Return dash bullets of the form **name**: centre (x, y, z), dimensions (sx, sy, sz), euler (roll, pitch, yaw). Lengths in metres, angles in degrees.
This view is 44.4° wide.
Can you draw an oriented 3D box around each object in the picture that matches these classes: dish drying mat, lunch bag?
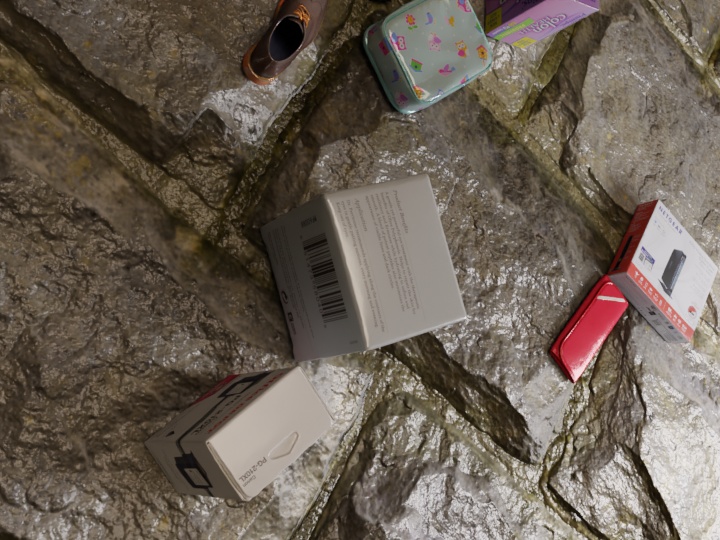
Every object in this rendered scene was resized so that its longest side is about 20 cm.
- **dish drying mat**: centre (0.396, 0.097, 1.521), dimensions (0.077, 0.018, 0.200), euler (52, 58, -15)
- **lunch bag**: centre (0.106, -0.349, 1.379), dimensions (0.200, 0.077, 0.161), euler (-35, 99, -33)

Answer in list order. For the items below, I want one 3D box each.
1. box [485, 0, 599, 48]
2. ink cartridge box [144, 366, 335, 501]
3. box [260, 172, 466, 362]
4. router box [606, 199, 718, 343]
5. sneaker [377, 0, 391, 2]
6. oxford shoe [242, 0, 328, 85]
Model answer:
- **box**: centre (0.299, -0.505, 1.474), dimensions (0.096, 0.175, 0.202), euler (8, 77, -32)
- **ink cartridge box**: centre (-0.145, 0.190, 1.039), dimensions (0.145, 0.199, 0.085), euler (-38, 102, -32)
- **box**: centre (0.000, 0.000, 1.171), dimensions (0.170, 0.200, 0.201), euler (-15, 89, -32)
- **router box**: centre (0.558, 0.002, 1.626), dimensions (0.200, 0.049, 0.180), euler (42, 62, -20)
- **sneaker**: centre (-0.018, -0.480, 1.335), dimensions (0.199, 0.077, 0.087), euler (16, 60, -37)
- **oxford shoe**: centre (-0.089, -0.346, 1.252), dimensions (0.071, 0.073, 0.201), euler (38, 63, -21)
